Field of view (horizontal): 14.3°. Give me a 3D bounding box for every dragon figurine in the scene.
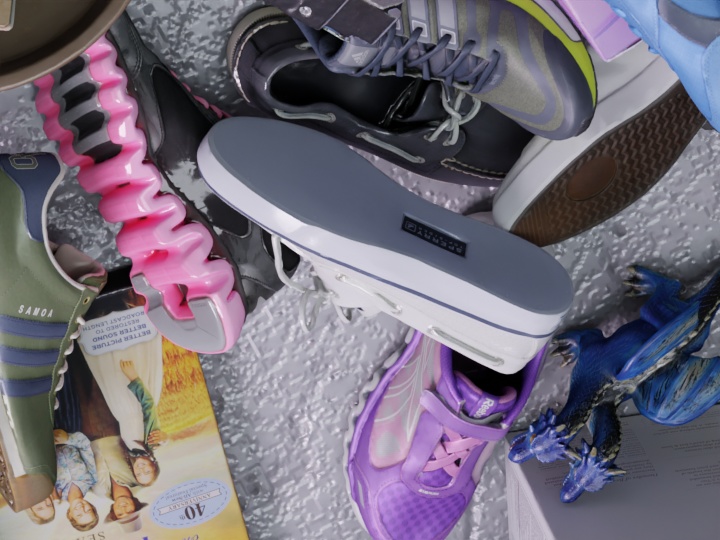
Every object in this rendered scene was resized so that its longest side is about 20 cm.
[{"bbox_3d":[0.162,0.045,1.529,0.200,0.099,0.059,-36,115,0],"label":"dragon figurine"}]

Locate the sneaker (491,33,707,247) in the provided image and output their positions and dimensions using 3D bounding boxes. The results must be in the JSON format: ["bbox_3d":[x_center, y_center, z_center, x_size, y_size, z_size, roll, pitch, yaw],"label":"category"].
[{"bbox_3d":[0.133,-0.098,1.471,0.200,0.085,0.073,-44,145,2],"label":"sneaker"}]

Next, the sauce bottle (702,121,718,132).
[{"bbox_3d":[0.265,-0.059,1.524,0.200,0.066,0.066,26,106,-21],"label":"sauce bottle"}]

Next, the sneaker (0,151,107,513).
[{"bbox_3d":[-0.164,0.027,1.446,0.090,0.067,0.200,-25,125,-17],"label":"sneaker"}]

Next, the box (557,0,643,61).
[{"bbox_3d":[0.084,-0.227,1.355,0.097,0.176,0.200,-35,116,5],"label":"box"}]

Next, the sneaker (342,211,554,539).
[{"bbox_3d":[0.051,0.071,1.528,0.080,0.088,0.200,15,111,-18],"label":"sneaker"}]

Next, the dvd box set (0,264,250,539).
[{"bbox_3d":[-0.145,0.103,1.536,0.146,0.029,0.200,-15,115,-4],"label":"dvd box set"}]

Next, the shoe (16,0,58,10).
[{"bbox_3d":[-0.198,-0.143,1.395,0.091,0.071,0.200,40,95,-14],"label":"shoe"}]

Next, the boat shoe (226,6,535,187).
[{"bbox_3d":[0.028,-0.080,1.470,0.200,0.063,0.073,16,106,-19],"label":"boat shoe"}]

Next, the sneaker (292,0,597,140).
[{"bbox_3d":[0.024,-0.117,1.408,0.200,0.081,0.074,31,140,6],"label":"sneaker"}]

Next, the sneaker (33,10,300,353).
[{"bbox_3d":[-0.093,-0.061,1.461,0.095,0.079,0.200,-35,109,-33],"label":"sneaker"}]

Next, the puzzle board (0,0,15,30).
[{"bbox_3d":[-0.253,-0.194,1.336,0.200,0.017,0.151,5,82,1],"label":"puzzle board"}]

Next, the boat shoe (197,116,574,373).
[{"bbox_3d":[0.002,-0.003,1.445,0.202,0.075,0.086,24,129,-8],"label":"boat shoe"}]

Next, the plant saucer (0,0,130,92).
[{"bbox_3d":[-0.191,-0.177,1.356,0.200,0.029,0.200,0,80,1],"label":"plant saucer"}]

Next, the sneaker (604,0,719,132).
[{"bbox_3d":[0.124,-0.140,1.272,0.078,0.066,0.200,-20,116,10],"label":"sneaker"}]

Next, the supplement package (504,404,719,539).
[{"bbox_3d":[0.173,0.187,1.539,0.152,0.200,0.151,-7,114,-7],"label":"supplement package"}]

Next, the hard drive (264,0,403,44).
[{"bbox_3d":[-0.063,-0.202,1.337,0.200,0.140,0.038,28,138,-20],"label":"hard drive"}]
